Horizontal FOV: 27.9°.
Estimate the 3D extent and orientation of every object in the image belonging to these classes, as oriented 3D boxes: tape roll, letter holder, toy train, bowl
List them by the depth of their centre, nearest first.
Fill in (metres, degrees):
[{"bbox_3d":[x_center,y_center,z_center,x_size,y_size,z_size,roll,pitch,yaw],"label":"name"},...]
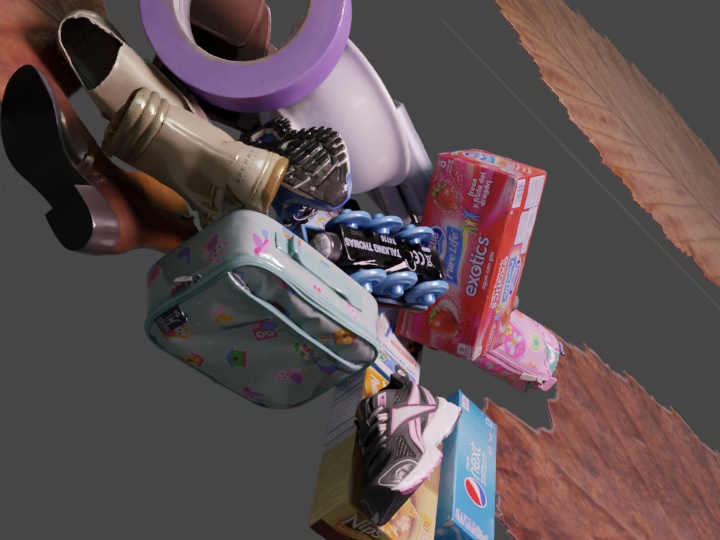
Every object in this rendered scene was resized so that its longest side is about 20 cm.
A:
[{"bbox_3d":[-0.109,-0.258,1.404,0.201,0.199,0.085,57,2,6],"label":"tape roll"},{"bbox_3d":[0.000,0.000,1.409,0.199,0.114,0.088,10,60,-53],"label":"toy train"},{"bbox_3d":[-0.043,-0.155,1.514,0.201,0.090,0.202,47,-21,24],"label":"bowl"},{"bbox_3d":[-0.139,-0.254,1.573,0.141,0.101,0.201,24,35,-13],"label":"letter holder"}]

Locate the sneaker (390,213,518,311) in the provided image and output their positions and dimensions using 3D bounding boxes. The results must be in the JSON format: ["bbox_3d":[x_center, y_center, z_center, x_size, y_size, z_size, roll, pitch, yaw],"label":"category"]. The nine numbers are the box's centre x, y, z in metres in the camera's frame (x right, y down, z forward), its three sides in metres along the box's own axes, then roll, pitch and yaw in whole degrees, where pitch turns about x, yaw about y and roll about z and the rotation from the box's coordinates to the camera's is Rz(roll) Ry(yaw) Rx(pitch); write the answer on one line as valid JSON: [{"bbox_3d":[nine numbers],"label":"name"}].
[{"bbox_3d":[0.099,-0.013,1.647,0.199,0.080,0.075,25,-5,32],"label":"sneaker"}]

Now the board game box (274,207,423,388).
[{"bbox_3d":[-0.016,0.031,1.539,0.200,0.056,0.197,45,27,-19],"label":"board game box"}]

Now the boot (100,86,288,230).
[{"bbox_3d":[-0.158,-0.093,1.303,0.154,0.200,0.073,27,77,-11],"label":"boot"}]

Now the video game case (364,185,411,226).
[{"bbox_3d":[-0.011,-0.163,1.664,0.201,0.022,0.182,66,-6,-26],"label":"video game case"}]

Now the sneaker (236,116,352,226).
[{"bbox_3d":[-0.051,-0.088,1.402,0.090,0.078,0.200,62,-12,-24],"label":"sneaker"}]

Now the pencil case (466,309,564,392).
[{"bbox_3d":[0.162,0.083,1.744,0.199,0.087,0.088,31,34,-43],"label":"pencil case"}]

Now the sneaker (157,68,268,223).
[{"bbox_3d":[-0.156,-0.114,1.476,0.201,0.075,0.115,60,17,-2],"label":"sneaker"}]

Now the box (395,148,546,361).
[{"bbox_3d":[0.116,-0.019,1.522,0.095,0.202,0.099,19,15,23],"label":"box"}]

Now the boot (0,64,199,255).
[{"bbox_3d":[-0.224,-0.094,1.331,0.189,0.068,0.199,56,22,17],"label":"boot"}]

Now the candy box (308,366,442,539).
[{"bbox_3d":[0.019,0.198,1.400,0.115,0.055,0.201,43,28,-20],"label":"candy box"}]

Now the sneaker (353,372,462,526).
[{"bbox_3d":[0.025,0.159,1.335,0.086,0.081,0.200,38,21,0],"label":"sneaker"}]

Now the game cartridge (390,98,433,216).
[{"bbox_3d":[0.041,-0.129,1.622,0.200,0.040,0.134,-134,-160,-73],"label":"game cartridge"}]

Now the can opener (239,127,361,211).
[{"bbox_3d":[-0.065,-0.100,1.614,0.199,0.053,0.067,17,41,-50],"label":"can opener"}]

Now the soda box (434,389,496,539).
[{"bbox_3d":[0.094,0.219,1.487,0.064,0.068,0.201,43,28,-20],"label":"soda box"}]

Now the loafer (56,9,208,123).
[{"bbox_3d":[-0.225,-0.172,1.387,0.200,0.076,0.068,43,9,10],"label":"loafer"}]

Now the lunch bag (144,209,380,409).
[{"bbox_3d":[-0.085,0.038,1.289,0.199,0.160,0.078,35,40,-36],"label":"lunch bag"}]
